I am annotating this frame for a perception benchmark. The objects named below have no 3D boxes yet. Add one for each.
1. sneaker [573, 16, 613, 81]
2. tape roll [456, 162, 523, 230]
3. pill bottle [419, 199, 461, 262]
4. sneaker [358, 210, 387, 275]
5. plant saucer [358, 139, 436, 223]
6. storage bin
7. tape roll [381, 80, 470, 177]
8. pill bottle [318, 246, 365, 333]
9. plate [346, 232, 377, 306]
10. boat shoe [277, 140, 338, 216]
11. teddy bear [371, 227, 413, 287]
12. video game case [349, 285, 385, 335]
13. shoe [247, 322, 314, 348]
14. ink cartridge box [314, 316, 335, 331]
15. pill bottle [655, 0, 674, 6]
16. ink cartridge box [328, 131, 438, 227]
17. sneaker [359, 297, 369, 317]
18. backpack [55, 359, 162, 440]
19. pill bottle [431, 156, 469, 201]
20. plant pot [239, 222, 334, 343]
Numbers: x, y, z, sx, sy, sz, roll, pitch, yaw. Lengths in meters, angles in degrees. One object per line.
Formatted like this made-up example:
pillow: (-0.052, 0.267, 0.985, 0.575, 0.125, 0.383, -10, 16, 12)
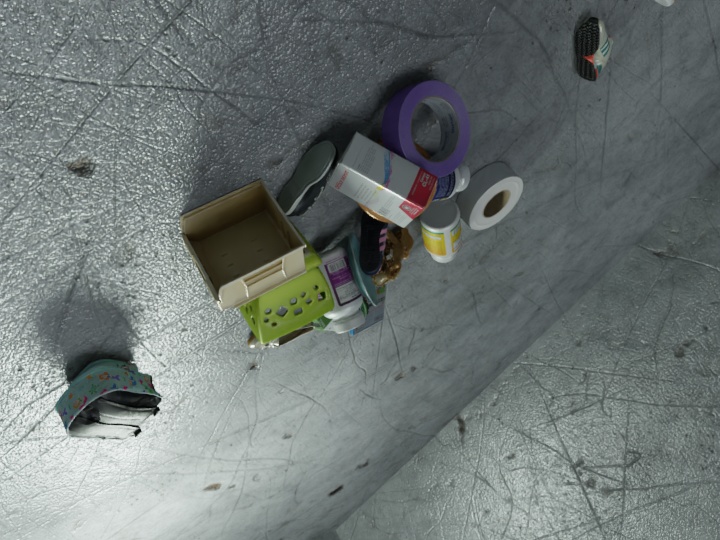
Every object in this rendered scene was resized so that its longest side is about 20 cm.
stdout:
sneaker: (0.598, -0.581, 1.513, 0.094, 0.070, 0.200, -52, 149, -10)
tape roll: (0.380, -0.216, 1.754, 0.201, 0.071, 0.203, -27, 148, -18)
pill bottle: (0.233, -0.108, 1.702, 0.112, 0.113, 0.201, -33, 149, -7)
sneaker: (0.032, -0.084, 1.502, 0.082, 0.069, 0.202, 71, 30, -74)
plant saucer: (0.078, -0.201, 1.368, 0.198, 0.038, 0.202, 1, 113, 2)
storage bin: (-0.238, -0.052, 1.203, 0.197, 0.201, 0.094, -27, 150, -16)
tape roll: (0.144, -0.302, 1.287, 0.198, 0.065, 0.203, -3, 97, -31)
pill bottle: (-0.060, 0.051, 1.508, 0.111, 0.202, 0.112, -20, -173, 2)
plate: (0.000, 0.000, 1.535, 0.025, 0.202, 0.200, -20, 151, 8)
boat shoe: (-0.105, -0.195, 1.281, 0.060, 0.076, 0.200, 6, 141, -48)
teddy bear: (0.072, -0.041, 1.623, 0.145, 0.066, 0.201, 49, 50, -30)
video game case: (0.022, 0.071, 1.712, 0.142, 0.018, 0.202, -23, 124, -44)
shoe: (-0.219, 0.176, 1.668, 0.198, 0.054, 0.070, -22, 146, -25)
ink cartridge box: (-0.064, 0.127, 1.760, 0.200, 0.059, 0.103, -50, 148, 19)
pill bottle: (0.761, -0.744, 1.403, 0.111, 0.112, 0.201, 6, 129, -50)
ink cartridge box: (0.044, -0.189, 1.267, 0.086, 0.199, 0.148, -62, -173, -16)
sneaker: (-0.037, 0.059, 1.598, 0.077, 0.201, 0.085, -24, -162, 19)
backpack: (-0.581, 0.296, 1.357, 0.178, 0.151, 0.200, -45, 156, 8)
pill bottle: (0.176, -0.227, 1.484, 0.198, 0.111, 0.112, -13, 142, -35)
plant pot: (-0.191, 0.007, 1.343, 0.198, 0.200, 0.183, -26, 141, -19)
